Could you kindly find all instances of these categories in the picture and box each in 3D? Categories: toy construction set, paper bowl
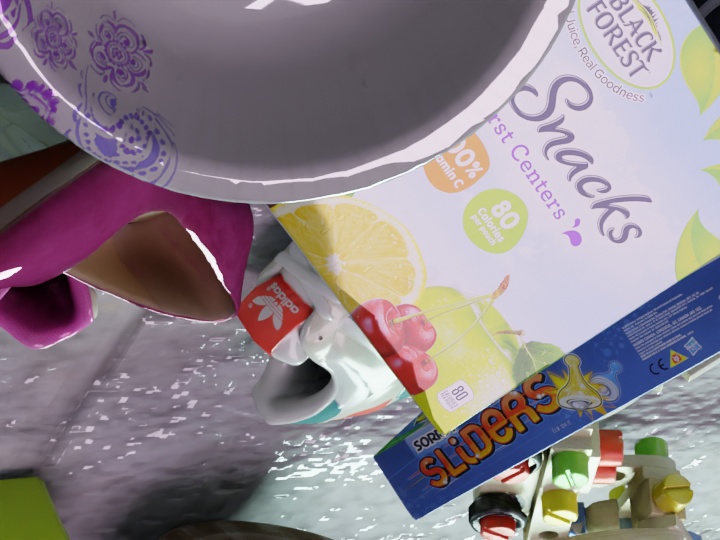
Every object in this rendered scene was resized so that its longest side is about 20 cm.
[{"bbox_3d":[0.119,0.088,1.290,0.130,0.092,0.201,2,133,-3],"label":"toy construction set"},{"bbox_3d":[-0.030,-0.130,0.829,0.200,0.104,0.202,-3,117,-5],"label":"paper bowl"}]

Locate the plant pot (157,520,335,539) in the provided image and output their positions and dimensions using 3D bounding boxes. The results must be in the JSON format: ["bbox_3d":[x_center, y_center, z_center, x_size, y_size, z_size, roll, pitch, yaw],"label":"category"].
[{"bbox_3d":[-0.053,0.219,1.247,0.199,0.200,0.174,1,105,-38],"label":"plant pot"}]

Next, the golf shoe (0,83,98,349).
[{"bbox_3d":[-0.154,-0.035,0.912,0.075,0.092,0.200,-32,148,22],"label":"golf shoe"}]

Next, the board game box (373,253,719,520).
[{"bbox_3d":[0.112,0.024,1.088,0.200,0.035,0.135,-33,-177,34],"label":"board game box"}]

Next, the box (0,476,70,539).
[{"bbox_3d":[-0.218,0.148,1.150,0.199,0.048,0.122,-2,139,-36],"label":"box"}]

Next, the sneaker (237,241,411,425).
[{"bbox_3d":[0.000,0.000,1.098,0.093,0.070,0.200,-21,149,-24],"label":"sneaker"}]

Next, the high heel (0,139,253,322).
[{"bbox_3d":[-0.082,-0.002,0.899,0.067,0.097,0.200,-12,-167,24],"label":"high heel"}]

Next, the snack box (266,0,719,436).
[{"bbox_3d":[0.041,-0.067,0.962,0.168,0.068,0.200,-33,116,7],"label":"snack box"}]

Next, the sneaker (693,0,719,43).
[{"bbox_3d":[0.147,-0.062,1.094,0.070,0.109,0.200,-17,145,-22],"label":"sneaker"}]
